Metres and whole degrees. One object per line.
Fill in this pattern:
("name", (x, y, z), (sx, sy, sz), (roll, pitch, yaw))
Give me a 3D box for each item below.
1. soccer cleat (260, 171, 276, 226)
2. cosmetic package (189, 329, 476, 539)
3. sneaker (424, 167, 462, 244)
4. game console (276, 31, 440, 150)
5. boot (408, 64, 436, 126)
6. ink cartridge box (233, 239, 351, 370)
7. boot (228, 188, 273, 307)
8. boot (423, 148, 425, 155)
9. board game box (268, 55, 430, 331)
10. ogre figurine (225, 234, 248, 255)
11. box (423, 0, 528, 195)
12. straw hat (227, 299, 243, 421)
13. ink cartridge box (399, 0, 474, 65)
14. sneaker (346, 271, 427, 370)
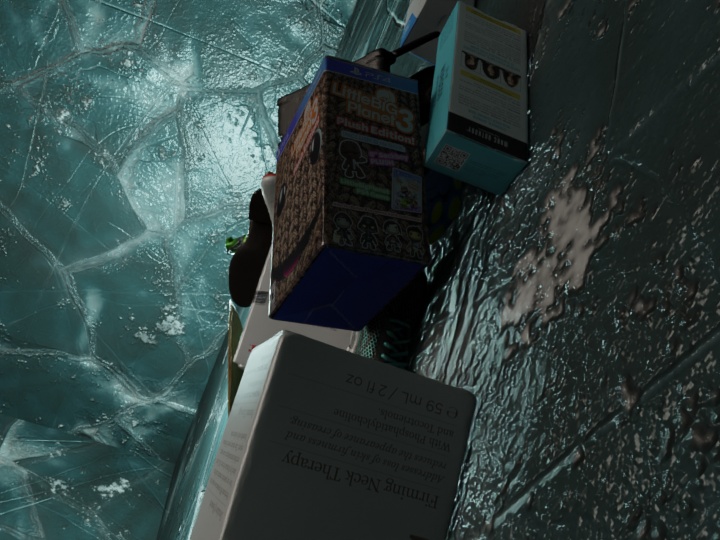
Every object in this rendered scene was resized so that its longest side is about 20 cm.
("soccer cleat", (-0.096, -0.071, 1.017), (0.200, 0.068, 0.086), (68, -150, -68))
("cosmetic package", (-0.031, 0.176, 0.583), (0.166, 0.167, 0.201), (148, 140, -69))
("sneaker", (0.036, -0.046, 0.754), (0.200, 0.070, 0.083), (-57, 49, 40))
("game console", (-0.003, -0.199, 0.892), (0.199, 0.116, 0.177), (-11, 77, 47))
("boot", (0.048, -0.197, 0.888), (0.200, 0.072, 0.166), (-40, 10, -15))
("ink cartridge box", (-0.049, 0.044, 0.872), (0.084, 0.144, 0.201), (58, -136, -63))
("boot", (-0.130, -0.038, 1.142), (0.200, 0.064, 0.187), (-9, -63, -76))
("boot", (0.032, -0.101, 0.844), (0.200, 0.107, 0.076), (-154, 60, -79))
("board game box", (-0.016, -0.067, 0.683), (0.160, 0.096, 0.201), (131, 144, -54))
("ogre figurine", (-0.130, -0.029, 1.278), (0.120, 0.200, 0.098), (-35, 22, 44))
("box", (0.114, -0.171, 0.691), (0.049, 0.082, 0.201), (124, 162, -50))
("straw hat", (-0.157, 0.140, 1.086), (0.201, 0.085, 0.202), (180, 90, -79))
("ink cartridge box", (0.122, -0.422, 1.067), (0.116, 0.068, 0.201), (128, 158, -54))
("sneaker", (0.026, 0.091, 0.735), (0.091, 0.077, 0.201), (40, 110, 54))
